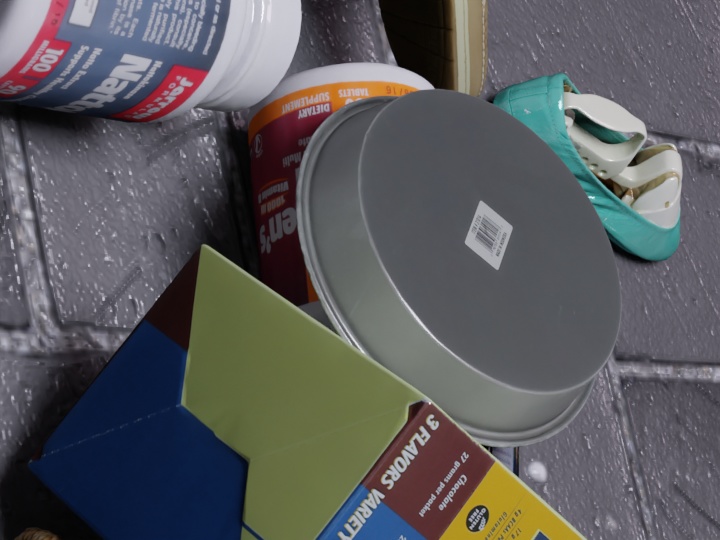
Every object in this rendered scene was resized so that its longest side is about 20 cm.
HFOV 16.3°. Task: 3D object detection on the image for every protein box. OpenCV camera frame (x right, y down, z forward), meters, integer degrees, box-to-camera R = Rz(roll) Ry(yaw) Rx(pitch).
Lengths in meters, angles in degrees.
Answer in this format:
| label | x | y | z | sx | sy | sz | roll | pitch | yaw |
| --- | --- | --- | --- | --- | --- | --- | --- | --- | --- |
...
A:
| label | x | y | z | sx | sy | sz | roll | pitch | yaw |
| --- | --- | --- | --- | --- | --- | --- | --- | --- | --- |
| protein box | -0.006 | 0.124 | 1.147 | 0.135 | 0.198 | 0.200 | -51 | 129 | -5 |

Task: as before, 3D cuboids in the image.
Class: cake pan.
| label | x | y | z | sx | sy | sz | roll | pitch | yaw |
| --- | --- | --- | --- | --- | --- | --- | --- | --- | --- |
| cake pan | 0.057 | -0.009 | 1.279 | 0.200 | 0.037 | 0.201 | 23 | 50 | -30 |

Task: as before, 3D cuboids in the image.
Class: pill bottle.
| label | x | y | z | sx | sy | sz | roll | pitch | yaw |
| --- | --- | --- | --- | --- | --- | --- | --- | --- | --- |
| pill bottle | -0.126 | -0.135 | 1.232 | 0.200 | 0.119 | 0.120 | 7 | 67 | -49 |
| pill bottle | 0.000 | 0.000 | 1.345 | 0.109 | 0.109 | 0.201 | 18 | 59 | -46 |

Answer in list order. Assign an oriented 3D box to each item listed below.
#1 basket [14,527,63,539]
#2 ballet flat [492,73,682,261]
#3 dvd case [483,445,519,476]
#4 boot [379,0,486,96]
| label | x | y | z | sx | sy | sz | roll | pitch | yaw |
| --- | --- | --- | --- | --- | --- | --- | --- | --- | --- |
| basket | -0.068 | 0.208 | 1.125 | 0.200 | 0.142 | 0.149 | 45 | 43 | -29 |
| ballet flat | 0.165 | -0.065 | 1.620 | 0.200 | 0.070 | 0.068 | 32 | 49 | -39 |
| dvd case | 0.070 | 0.133 | 1.350 | 0.143 | 0.017 | 0.201 | 36 | 54 | -78 |
| boot | 0.085 | -0.198 | 1.408 | 0.154 | 0.072 | 0.201 | -20 | 115 | -32 |
